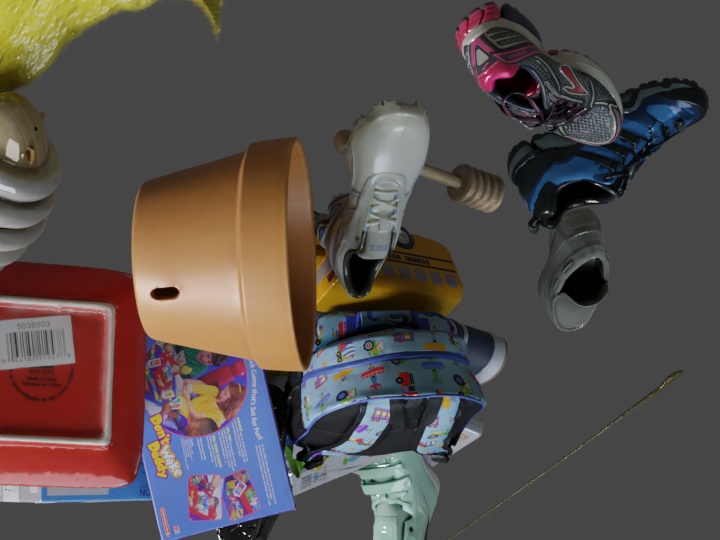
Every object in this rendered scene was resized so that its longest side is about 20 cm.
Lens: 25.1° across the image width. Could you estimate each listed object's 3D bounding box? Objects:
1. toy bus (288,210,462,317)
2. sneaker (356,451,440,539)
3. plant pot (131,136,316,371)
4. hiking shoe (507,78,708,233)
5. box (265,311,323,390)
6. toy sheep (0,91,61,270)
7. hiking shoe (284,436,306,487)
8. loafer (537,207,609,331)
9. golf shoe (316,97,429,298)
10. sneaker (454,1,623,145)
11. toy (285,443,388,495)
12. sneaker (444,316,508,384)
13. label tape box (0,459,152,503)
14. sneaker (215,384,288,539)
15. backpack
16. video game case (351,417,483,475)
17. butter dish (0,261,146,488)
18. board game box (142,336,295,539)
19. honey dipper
[{"bbox_3d":[0.000,0.000,1.570,0.198,0.079,0.065,9,139,-37],"label":"toy bus"},{"bbox_3d":[0.032,0.247,1.779,0.073,0.119,0.201,-9,142,26],"label":"sneaker"},{"bbox_3d":[-0.117,-0.011,1.405,0.138,0.202,0.201,-3,148,5],"label":"plant pot"},{"bbox_3d":[0.240,-0.105,1.515,0.198,0.087,0.074,-26,148,11],"label":"hiking shoe"},{"bbox_3d":[-0.104,0.122,1.656,0.117,0.048,0.201,21,105,-50],"label":"box"},{"bbox_3d":[-0.309,-0.061,1.272,0.137,0.139,0.200,11,133,-38],"label":"toy sheep"},{"bbox_3d":[-0.140,0.203,1.814,0.198,0.075,0.087,-15,116,29],"label":"hiking shoe"},{"bbox_3d":[0.229,0.014,1.718,0.069,0.070,0.201,-16,148,-4],"label":"loafer"},{"bbox_3d":[0.020,-0.059,1.426,0.077,0.098,0.201,1,139,-17],"label":"golf shoe"},{"bbox_3d":[0.157,-0.152,1.408,0.199,0.075,0.080,24,130,-39],"label":"sneaker"},{"bbox_3d":[0.009,0.155,1.687,0.199,0.047,0.116,-25,147,-20],"label":"toy"},{"bbox_3d":[0.057,0.108,1.776,0.108,0.071,0.199,23,139,-34],"label":"sneaker"},{"bbox_3d":[-0.300,0.205,1.654,0.142,0.067,0.199,3,170,-34],"label":"label tape box"},{"bbox_3d":[-0.107,0.213,1.644,0.059,0.202,0.104,13,180,10],"label":"sneaker"},{"bbox_3d":[0.025,0.105,1.533,0.180,0.136,0.200,-1,163,-11],"label":"backpack"},{"bbox_3d":[0.007,0.177,1.805,0.198,0.023,0.182,24,143,-21],"label":"video game case"},{"bbox_3d":[-0.307,0.101,1.494,0.198,0.202,0.148,4,168,-20],"label":"butter dish"},{"bbox_3d":[-0.149,0.147,1.563,0.133,0.202,0.045,-13,178,-3],"label":"board game box"},{"bbox_3d":[0.053,-0.097,1.498,0.199,0.038,0.038,18,133,-38],"label":"honey dipper"}]
